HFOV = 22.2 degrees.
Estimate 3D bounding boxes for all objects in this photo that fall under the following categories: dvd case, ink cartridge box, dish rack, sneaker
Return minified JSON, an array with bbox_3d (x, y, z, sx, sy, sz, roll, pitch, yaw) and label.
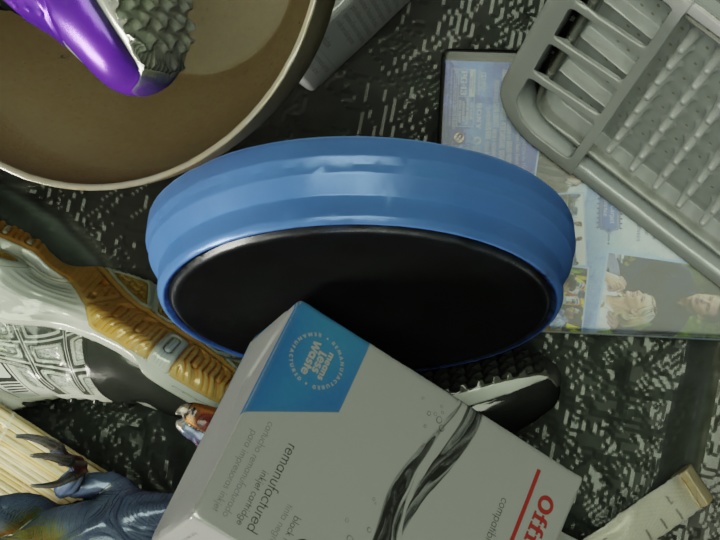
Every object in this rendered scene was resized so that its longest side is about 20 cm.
[{"bbox_3d":[0.137,-0.038,0.937,0.198,0.018,0.144,3,89,6],"label":"dvd case"},{"bbox_3d":[0.021,0.119,0.833,0.199,0.068,0.117,32,62,-11],"label":"ink cartridge box"},{"bbox_3d":[0.169,-0.066,0.854,0.200,0.172,0.044,39,65,5],"label":"dish rack"},{"bbox_3d":[-0.153,0.041,0.945,0.199,0.076,0.088,25,107,8],"label":"sneaker"},{"bbox_3d":[0.015,0.106,0.929,0.199,0.070,0.091,-20,102,5],"label":"sneaker"},{"bbox_3d":[-0.149,-0.133,0.721,0.099,0.069,0.201,-41,79,21],"label":"sneaker"}]

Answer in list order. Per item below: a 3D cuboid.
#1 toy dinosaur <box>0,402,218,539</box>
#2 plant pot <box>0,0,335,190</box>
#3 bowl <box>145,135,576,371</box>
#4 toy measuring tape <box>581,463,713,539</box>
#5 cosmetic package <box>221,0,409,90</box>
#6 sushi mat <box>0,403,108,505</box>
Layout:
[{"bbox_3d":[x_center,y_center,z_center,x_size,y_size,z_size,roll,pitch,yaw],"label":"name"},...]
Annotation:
[{"bbox_3d":[-0.138,0.116,0.893,0.180,0.200,0.106,-20,99,-14],"label":"toy dinosaur"},{"bbox_3d":[-0.092,-0.137,0.804,0.198,0.134,0.202,1,94,16],"label":"plant pot"},{"bbox_3d":[0.000,0.000,0.845,0.199,0.201,0.040,-2,67,5],"label":"bowl"},{"bbox_3d":[0.088,0.163,0.928,0.199,0.074,0.074,-33,87,-18],"label":"toy measuring tape"},{"bbox_3d":[0.018,-0.186,0.908,0.200,0.102,0.074,-44,84,2],"label":"cosmetic package"},{"bbox_3d":[-0.199,0.106,0.940,0.199,0.012,0.096,32,119,-2],"label":"sushi mat"}]
